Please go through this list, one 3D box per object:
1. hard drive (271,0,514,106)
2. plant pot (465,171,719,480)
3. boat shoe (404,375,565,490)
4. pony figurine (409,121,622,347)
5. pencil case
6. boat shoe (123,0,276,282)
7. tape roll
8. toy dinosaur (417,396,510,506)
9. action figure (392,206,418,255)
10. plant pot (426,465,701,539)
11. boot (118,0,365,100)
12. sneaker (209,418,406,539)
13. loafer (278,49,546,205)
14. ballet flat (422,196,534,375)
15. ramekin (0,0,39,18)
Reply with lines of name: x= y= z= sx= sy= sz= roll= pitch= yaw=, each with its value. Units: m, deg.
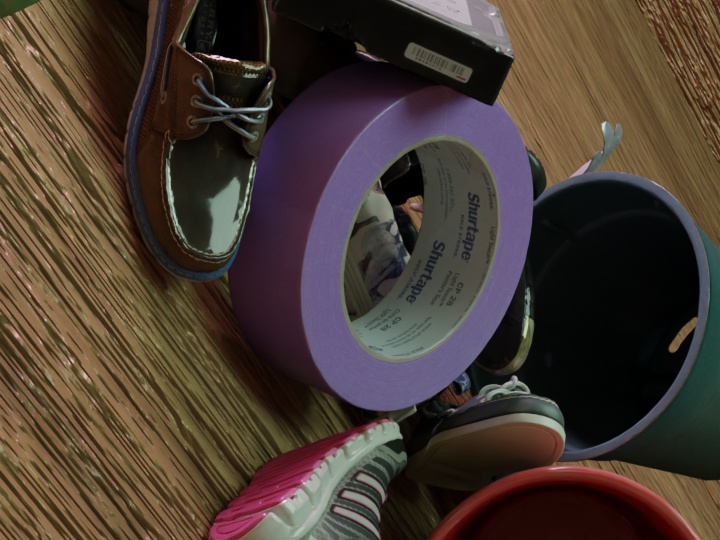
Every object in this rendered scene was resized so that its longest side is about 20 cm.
hard drive: x=0.020 y=-0.158 z=1.316 sx=0.139 sy=0.038 sz=0.200 roll=24 pitch=13 yaw=-5
plant pot: x=0.207 y=0.056 z=1.528 sx=0.196 sy=0.200 sz=0.201 roll=24 pitch=44 yaw=-46
boat shoe: x=0.079 y=0.097 z=1.409 sx=0.200 sy=0.073 sz=0.062 roll=140 pitch=-36 yaw=-68
pony figurine: x=0.114 y=-0.014 z=1.665 sx=0.166 sy=0.193 sz=0.200 roll=-10 pitch=74 yaw=-34
pencil case: x=0.000 y=0.000 z=1.427 sx=0.089 sy=0.078 sz=0.200 roll=-101 pitch=167 yaw=-83
boat shoe: x=-0.085 y=-0.096 z=1.208 sx=0.072 sy=0.072 sz=0.201 roll=6 pitch=72 yaw=-27
tape roll: x=0.015 y=-0.021 z=1.309 sx=0.200 sy=0.066 sz=0.201 roll=-22 pitch=121 yaw=-41
toy dinosaur: x=0.082 y=0.175 z=1.534 sx=0.200 sy=0.105 sz=0.182 roll=22 pitch=47 yaw=-20
action figure: x=0.017 y=-0.036 z=1.552 sx=0.200 sy=0.069 sz=0.130 roll=58 pitch=25 yaw=-18
plant pot: x=0.123 y=0.211 z=1.375 sx=0.177 sy=0.200 sz=0.201 roll=-30 pitch=97 yaw=-85
boot: x=-0.057 y=-0.144 z=1.332 sx=0.146 sy=0.070 sz=0.200 roll=39 pitch=11 yaw=16
sneaker: x=-0.017 y=0.144 z=1.197 sx=0.088 sy=0.074 sz=0.200 roll=66 pitch=21 yaw=-5
loafer: x=0.024 y=-0.084 z=1.460 sx=0.071 sy=0.200 sz=0.073 roll=-57 pitch=164 yaw=-20
ballet flat: x=0.086 y=-0.007 z=1.489 sx=0.057 sy=0.066 sz=0.200 roll=48 pitch=22 yaw=-44
ramekin: x=-0.179 y=-0.198 z=0.919 sx=0.098 sy=0.200 sz=0.200 roll=55 pitch=19 yaw=-59
